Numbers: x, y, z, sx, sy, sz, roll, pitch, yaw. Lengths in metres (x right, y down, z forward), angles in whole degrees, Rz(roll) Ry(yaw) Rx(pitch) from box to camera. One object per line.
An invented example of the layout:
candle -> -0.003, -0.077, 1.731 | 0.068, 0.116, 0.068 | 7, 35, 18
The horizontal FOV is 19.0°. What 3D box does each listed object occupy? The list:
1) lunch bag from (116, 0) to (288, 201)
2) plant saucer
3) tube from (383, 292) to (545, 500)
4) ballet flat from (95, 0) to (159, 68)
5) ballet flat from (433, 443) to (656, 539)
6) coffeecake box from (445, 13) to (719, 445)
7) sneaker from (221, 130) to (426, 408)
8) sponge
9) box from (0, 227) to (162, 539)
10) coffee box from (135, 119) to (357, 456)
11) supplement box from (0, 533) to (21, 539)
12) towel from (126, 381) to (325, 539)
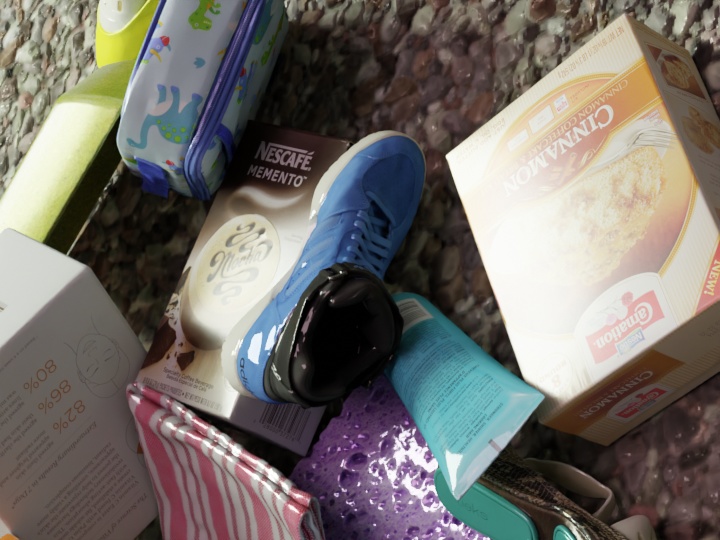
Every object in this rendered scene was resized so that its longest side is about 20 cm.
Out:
lunch bag -> -0.111, -0.132, 1.501 | 0.200, 0.082, 0.161 | 105, -173, -83
plant saucer -> -0.220, -0.070, 1.593 | 0.200, 0.048, 0.200 | -58, 2, 16
tube -> 0.053, 0.069, 1.313 | 0.078, 0.050, 0.200 | -55, 23, 7
ballet flat -> -0.162, -0.236, 1.671 | 0.200, 0.067, 0.067 | -45, 49, 24
ballet flat -> 0.125, 0.153, 1.251 | 0.200, 0.075, 0.068 | 39, 144, 44
coffeecake box -> 0.153, -0.023, 1.281 | 0.153, 0.073, 0.201 | -37, 53, 28
sneaker -> 0.001, 0.001, 1.350 | 0.200, 0.077, 0.111 | -54, 29, -16
sponge -> 0.031, 0.165, 1.366 | 0.112, 0.030, 0.200 | -52, 46, 18
box -> -0.221, 0.101, 1.483 | 0.152, 0.200, 0.106 | -45, 40, -20
coffee box -> -0.056, 0.009, 1.453 | 0.113, 0.080, 0.201 | 14, 78, 48
supplement box -> -0.203, 0.276, 1.443 | 0.069, 0.201, 0.066 | -42, 34, -28
towel -> -0.086, 0.168, 1.410 | 0.200, 0.030, 0.147 | 29, 139, 43
